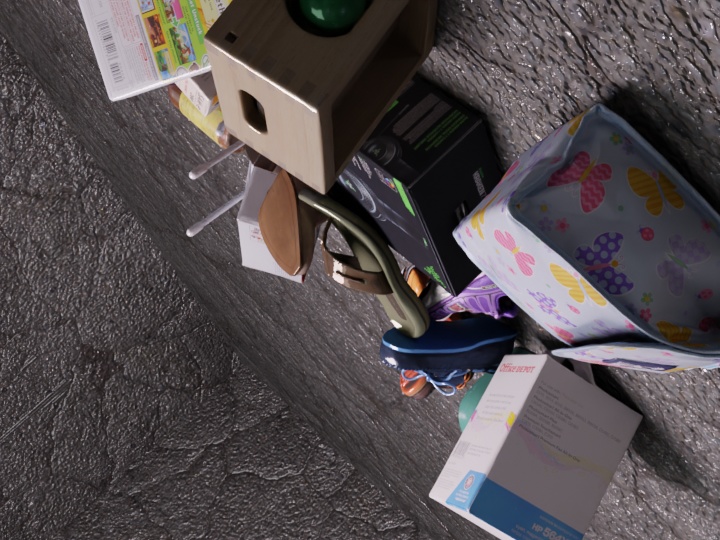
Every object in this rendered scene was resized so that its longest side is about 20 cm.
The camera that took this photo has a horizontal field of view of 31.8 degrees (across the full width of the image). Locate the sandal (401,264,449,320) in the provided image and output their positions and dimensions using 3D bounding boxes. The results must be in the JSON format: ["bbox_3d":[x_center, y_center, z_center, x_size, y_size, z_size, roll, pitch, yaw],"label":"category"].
[{"bbox_3d":[0.073,0.024,1.440,0.207,0.059,0.080,151,99,-74],"label":"sandal"}]

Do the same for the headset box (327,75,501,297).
[{"bbox_3d":[0.042,-0.092,1.153,0.200,0.093,0.174,39,166,35],"label":"headset box"}]

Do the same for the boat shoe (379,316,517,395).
[{"bbox_3d":[0.098,0.097,1.348,0.199,0.069,0.084,1,-156,-41],"label":"boat shoe"}]

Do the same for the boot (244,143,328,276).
[{"bbox_3d":[-0.038,-0.077,1.320,0.070,0.146,0.201,-41,55,40],"label":"boot"}]

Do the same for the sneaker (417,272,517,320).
[{"bbox_3d":[0.114,0.024,1.274,0.083,0.081,0.200,39,160,-6],"label":"sneaker"}]

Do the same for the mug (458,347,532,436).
[{"bbox_3d":[0.188,0.189,1.460,0.152,0.114,0.185,41,166,27],"label":"mug"}]

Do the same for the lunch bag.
[{"bbox_3d":[0.180,0.001,0.898,0.200,0.127,0.170,42,170,-4],"label":"lunch bag"}]

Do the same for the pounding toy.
[{"bbox_3d":[-0.034,-0.199,0.940,0.142,0.185,0.200,33,165,11],"label":"pounding toy"}]

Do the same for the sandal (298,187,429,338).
[{"bbox_3d":[0.001,0.001,1.237,0.201,0.057,0.080,55,168,-27],"label":"sandal"}]

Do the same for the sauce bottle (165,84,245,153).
[{"bbox_3d":[-0.213,-0.229,1.679,0.200,0.066,0.066,40,165,30],"label":"sauce bottle"}]

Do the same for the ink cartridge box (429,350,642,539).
[{"bbox_3d":[0.185,0.181,1.300,0.125,0.201,0.129,32,170,-10],"label":"ink cartridge box"}]

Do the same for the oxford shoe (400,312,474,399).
[{"bbox_3d":[0.102,0.107,1.469,0.073,0.071,0.200,45,-153,-1],"label":"oxford shoe"}]

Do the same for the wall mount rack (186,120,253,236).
[{"bbox_3d":[-0.150,-0.139,1.467,0.074,0.175,0.200,9,148,-3],"label":"wall mount rack"}]

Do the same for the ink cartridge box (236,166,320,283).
[{"bbox_3d":[-0.081,-0.100,1.503,0.083,0.177,0.200,16,166,1],"label":"ink cartridge box"}]

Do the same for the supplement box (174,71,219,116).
[{"bbox_3d":[-0.173,-0.273,1.262,0.200,0.126,0.074,49,167,-2],"label":"supplement box"}]

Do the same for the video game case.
[{"bbox_3d":[-0.191,-0.274,1.163,0.181,0.023,0.201,-11,99,33],"label":"video game case"}]
